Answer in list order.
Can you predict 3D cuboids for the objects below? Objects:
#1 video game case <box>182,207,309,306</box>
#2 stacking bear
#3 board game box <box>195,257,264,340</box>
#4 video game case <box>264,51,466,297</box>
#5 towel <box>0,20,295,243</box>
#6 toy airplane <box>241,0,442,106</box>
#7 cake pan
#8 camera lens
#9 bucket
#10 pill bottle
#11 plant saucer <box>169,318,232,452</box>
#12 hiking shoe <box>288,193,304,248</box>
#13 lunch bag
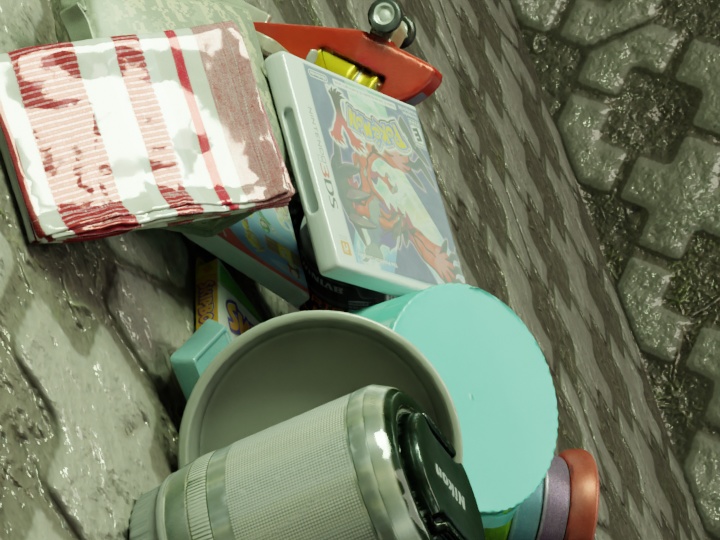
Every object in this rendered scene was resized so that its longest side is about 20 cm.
[{"bbox_3d":[-0.110,-0.076,1.812,0.143,0.017,0.200,34,30,-41],"label":"video game case"},{"bbox_3d":[0.088,0.190,1.817,0.114,0.199,0.122,117,-20,-64],"label":"stacking bear"},{"bbox_3d":[-0.096,0.078,1.699,0.096,0.030,0.200,56,15,-36],"label":"board game box"},{"bbox_3d":[0.008,-0.066,1.709,0.200,0.023,0.183,17,53,-56],"label":"video game case"},{"bbox_3d":[-0.152,-0.098,1.504,0.199,0.023,0.145,-11,73,-30],"label":"towel"},{"bbox_3d":[-0.054,-0.169,1.934,0.199,0.199,0.142,10,84,-32],"label":"toy airplane"},{"bbox_3d":[-0.028,0.128,1.537,0.037,0.200,0.201,-151,-143,-88],"label":"cake pan"},{"bbox_3d":[-0.030,0.177,1.425,0.160,0.199,0.160,59,16,-28],"label":"camera lens"},{"bbox_3d":[0.043,0.112,1.665,0.207,0.135,0.208,15,65,-36],"label":"bucket"},{"bbox_3d":[0.000,0.000,1.856,0.200,0.106,0.107,91,-9,-48],"label":"pill bottle"},{"bbox_3d":[-0.082,0.137,1.597,0.070,0.019,0.201,-48,122,-57],"label":"plant saucer"},{"bbox_3d":[-0.028,-0.049,1.947,0.200,0.074,0.087,95,-1,-49],"label":"hiking shoe"},{"bbox_3d":[-0.148,-0.121,1.616,0.200,0.117,0.165,8,59,-62],"label":"lunch bag"}]
